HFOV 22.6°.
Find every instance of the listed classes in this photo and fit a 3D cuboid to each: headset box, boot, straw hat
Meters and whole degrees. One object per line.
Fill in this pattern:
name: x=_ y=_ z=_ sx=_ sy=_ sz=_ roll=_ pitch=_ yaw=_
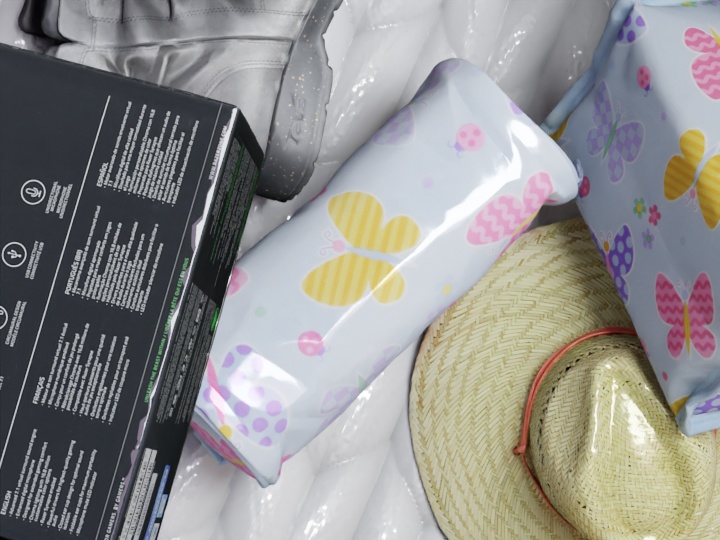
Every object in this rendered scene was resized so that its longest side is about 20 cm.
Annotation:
headset box: x=-0.157 y=0.004 z=0.680 sx=0.199 sy=0.093 sz=0.175 roll=14 pitch=83 yaw=4
boot: x=-0.071 y=-0.135 z=0.771 sx=0.131 sy=0.070 sz=0.201 roll=12 pitch=80 yaw=-17
straw hat: x=0.118 y=0.078 z=0.802 sx=0.200 sy=0.085 sz=0.202 roll=0 pitch=96 yaw=0

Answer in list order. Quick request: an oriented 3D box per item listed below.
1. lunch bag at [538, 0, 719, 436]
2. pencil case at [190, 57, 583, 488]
lunch bag: x=0.207 y=-0.039 z=0.783 sx=0.199 sy=0.127 sz=0.170 roll=-6 pitch=60 yaw=-26
pencil case: x=0.000 y=0.000 z=0.772 sx=0.200 sy=0.091 sz=0.083 roll=-43 pitch=84 yaw=-8
